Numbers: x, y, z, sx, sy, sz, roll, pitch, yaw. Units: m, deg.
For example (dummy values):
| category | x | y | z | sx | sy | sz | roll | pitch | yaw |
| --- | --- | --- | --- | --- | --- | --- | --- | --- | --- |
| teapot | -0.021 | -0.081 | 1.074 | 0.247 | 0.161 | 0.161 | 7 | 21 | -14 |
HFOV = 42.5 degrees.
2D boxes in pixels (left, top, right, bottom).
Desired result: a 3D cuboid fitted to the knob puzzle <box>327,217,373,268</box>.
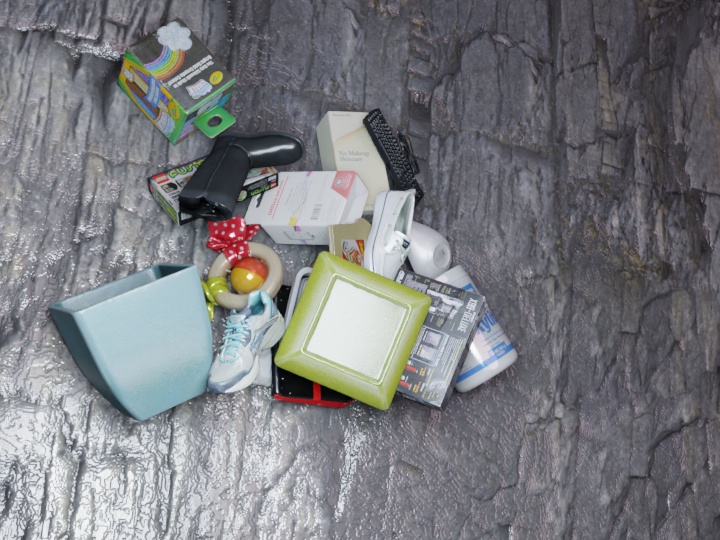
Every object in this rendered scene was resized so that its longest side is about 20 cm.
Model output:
| category | x | y | z | sx | sy | sz | roll | pitch | yaw |
| --- | --- | --- | --- | --- | --- | --- | --- | --- | --- |
| knob puzzle | 0.002 | 0.010 | 1.584 | 0.220 | 0.030 | 0.220 | 16 | 71 | -56 |

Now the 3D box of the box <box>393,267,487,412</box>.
| category | x | y | z | sx | sy | sz | roll | pitch | yaw |
| --- | --- | --- | --- | --- | --- | --- | --- | --- | --- |
| box | 0.100 | 0.112 | 1.525 | 0.158 | 0.050 | 0.200 | 18 | 75 | 20 |

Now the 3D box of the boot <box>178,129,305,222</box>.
| category | x | y | z | sx | sy | sz | roll | pitch | yaw |
| --- | --- | --- | --- | --- | --- | --- | --- | --- | --- |
| boot | -0.196 | -0.159 | 1.545 | 0.165 | 0.066 | 0.200 | 2 | 37 | 15 |

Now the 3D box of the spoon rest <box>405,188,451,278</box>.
| category | x | y | z | sx | sy | sz | roll | pitch | yaw |
| --- | --- | --- | --- | --- | --- | --- | --- | --- | --- |
| spoon rest | 0.111 | -0.063 | 1.715 | 0.099 | 0.061 | 0.200 | -50 | 127 | -30 |

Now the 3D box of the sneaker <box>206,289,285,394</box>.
| category | x | y | z | sx | sy | sz | roll | pitch | yaw |
| --- | --- | --- | --- | --- | --- | --- | --- | --- | --- |
| sneaker | -0.187 | 0.106 | 1.413 | 0.200 | 0.078 | 0.086 | -62 | 144 | -48 |

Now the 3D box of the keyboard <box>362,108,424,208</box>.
| category | x | y | z | sx | sy | sz | roll | pitch | yaw |
| --- | --- | --- | --- | --- | --- | --- | --- | --- | --- |
| keyboard | 0.076 | -0.219 | 1.744 | 0.200 | 0.040 | 0.104 | 61 | 30 | -21 |

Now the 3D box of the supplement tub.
| category | x | y | z | sx | sy | sz | roll | pitch | yaw |
| --- | --- | --- | --- | --- | --- | --- | --- | --- | --- |
| supplement tub | 0.180 | 0.106 | 1.666 | 0.132 | 0.132 | 0.200 | -29 | 85 | -28 |

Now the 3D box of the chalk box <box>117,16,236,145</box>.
| category | x | y | z | sx | sy | sz | roll | pitch | yaw |
| --- | --- | --- | --- | --- | --- | --- | --- | --- | --- |
| chalk box | -0.310 | -0.316 | 1.630 | 0.200 | 0.124 | 0.125 | 49 | 61 | 0 |

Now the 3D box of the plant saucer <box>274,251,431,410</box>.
| category | x | y | z | sx | sy | sz | roll | pitch | yaw |
| --- | --- | --- | --- | --- | --- | --- | --- | --- | --- |
| plant saucer | -0.008 | 0.093 | 1.460 | 0.200 | 0.048 | 0.200 | 23 | 82 | -3 |

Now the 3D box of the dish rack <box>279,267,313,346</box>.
| category | x | y | z | sx | sy | sz | roll | pitch | yaw |
| --- | --- | --- | --- | --- | --- | --- | --- | --- | --- |
| dish rack | -0.050 | 0.104 | 1.568 | 0.200 | 0.044 | 0.172 | 29 | 58 | -30 |

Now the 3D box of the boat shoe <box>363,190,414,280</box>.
| category | x | y | z | sx | sy | sz | roll | pitch | yaw |
| --- | --- | --- | --- | --- | --- | --- | --- | --- | --- |
| boat shoe | 0.054 | -0.049 | 1.585 | 0.074 | 0.067 | 0.200 | 27 | 62 | -53 |

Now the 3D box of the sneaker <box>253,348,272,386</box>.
| category | x | y | z | sx | sy | sz | roll | pitch | yaw |
| --- | --- | --- | --- | --- | --- | --- | --- | --- | --- |
| sneaker | -0.164 | 0.106 | 1.574 | 0.087 | 0.075 | 0.200 | 25 | 61 | -34 |

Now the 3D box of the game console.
| category | x | y | z | sx | sy | sz | roll | pitch | yaw |
| --- | --- | --- | --- | --- | --- | --- | --- | --- | --- |
| game console | -0.081 | 0.130 | 1.581 | 0.177 | 0.031 | 0.200 | 12 | 65 | -37 |

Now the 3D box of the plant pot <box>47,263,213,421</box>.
| category | x | y | z | sx | sy | sz | roll | pitch | yaw |
| --- | --- | --- | --- | --- | --- | --- | --- | --- | --- |
| plant pot | -0.336 | 0.115 | 1.427 | 0.196 | 0.196 | 0.200 | -24 | 102 | -27 |

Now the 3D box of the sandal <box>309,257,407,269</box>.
| category | x | y | z | sx | sy | sz | roll | pitch | yaw |
| --- | --- | --- | --- | --- | --- | --- | --- | --- | --- |
| sandal | 0.000 | 0.000 | 1.676 | 0.200 | 0.055 | 0.082 | 1 | 71 | -22 |

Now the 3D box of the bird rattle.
| category | x | y | z | sx | sy | sz | roll | pitch | yaw |
| --- | --- | --- | --- | --- | --- | --- | --- | --- | --- |
| bird rattle | -0.204 | 0.004 | 1.555 | 0.163 | 0.113 | 0.200 | 16 | 53 | 18 |

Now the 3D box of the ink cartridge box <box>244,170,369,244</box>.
| category | x | y | z | sx | sy | sz | roll | pitch | yaw |
| --- | --- | --- | --- | --- | --- | --- | --- | --- | --- |
| ink cartridge box | -0.097 | -0.110 | 1.636 | 0.068 | 0.200 | 0.117 | 53 | 48 | -50 |

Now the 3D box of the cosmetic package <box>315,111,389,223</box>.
| category | x | y | z | sx | sy | sz | roll | pitch | yaw |
| --- | --- | --- | --- | --- | --- | --- | --- | --- | --- |
| cosmetic package | -0.013 | -0.192 | 1.731 | 0.103 | 0.073 | 0.200 | -3 | 73 | -24 |

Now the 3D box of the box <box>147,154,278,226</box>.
| category | x | y | z | sx | sy | sz | roll | pitch | yaw |
| --- | --- | --- | --- | --- | --- | --- | --- | --- | --- |
| box | -0.255 | -0.155 | 1.614 | 0.200 | 0.035 | 0.110 | -25 | 52 | -27 |
